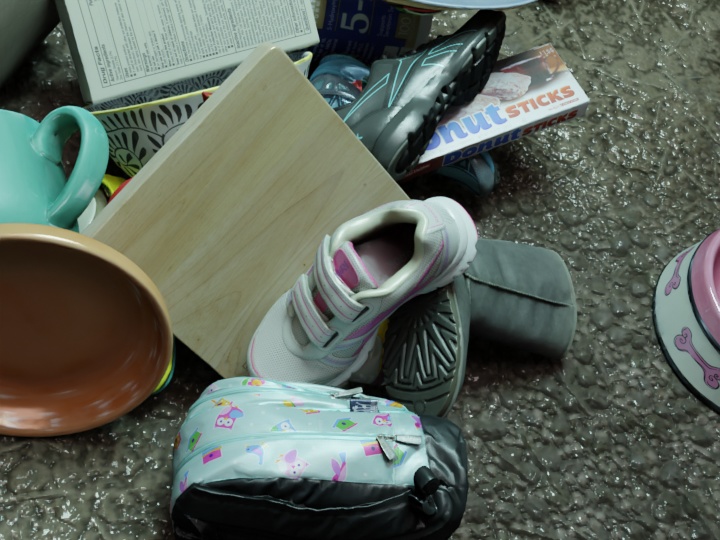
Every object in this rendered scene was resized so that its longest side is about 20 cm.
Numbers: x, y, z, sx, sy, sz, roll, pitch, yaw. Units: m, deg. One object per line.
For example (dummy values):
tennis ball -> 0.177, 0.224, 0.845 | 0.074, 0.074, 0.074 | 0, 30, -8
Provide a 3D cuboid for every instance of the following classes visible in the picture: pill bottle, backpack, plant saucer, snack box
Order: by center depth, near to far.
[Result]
plant saucer -> -0.231, 0.039, 0.864 | 0.198, 0.201, 0.038 | 6, 42, -13
backpack -> -0.037, 0.156, 0.882 | 0.198, 0.168, 0.127 | 8, 39, -8
snack box -> 0.097, -0.138, 1.082 | 0.199, 0.024, 0.072 | -21, 65, -17
pill bottle -> -0.040, -0.255, 1.158 | 0.198, 0.120, 0.120 | 3, 57, -15

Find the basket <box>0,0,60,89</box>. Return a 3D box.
basket -> -0.352, -0.191, 1.018 | 0.179, 0.136, 0.201 | 16, 58, 4

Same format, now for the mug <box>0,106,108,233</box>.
mug -> -0.277, -0.036, 0.903 | 0.151, 0.185, 0.115 | -2, 60, -37

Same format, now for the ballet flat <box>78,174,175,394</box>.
ballet flat -> -0.195, 0.004, 0.969 | 0.067, 0.067, 0.201 | -28, 56, 19

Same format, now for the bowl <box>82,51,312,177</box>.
bowl -> -0.125, -0.112, 1.031 | 0.200, 0.200, 0.095 | -22, 107, -28

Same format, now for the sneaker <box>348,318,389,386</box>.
sneaker -> 0.000, 0.000, 1.031 | 0.089, 0.075, 0.201 | -5, 59, -26

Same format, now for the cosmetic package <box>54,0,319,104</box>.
cosmetic package -> -0.145, -0.213, 1.033 | 0.199, 0.073, 0.104 | -17, 103, -15

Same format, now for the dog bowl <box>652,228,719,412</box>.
dog bowl -> 0.370, 0.039, 1.118 | 0.198, 0.074, 0.201 | 8, 56, -12

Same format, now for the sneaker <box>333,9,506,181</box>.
sneaker -> 0.051, -0.163, 1.035 | 0.079, 0.076, 0.200 | 31, 60, 19

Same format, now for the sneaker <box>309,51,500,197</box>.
sneaker -> 0.029, -0.109, 1.125 | 0.199, 0.079, 0.096 | 30, 72, 9

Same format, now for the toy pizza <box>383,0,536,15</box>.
toy pizza -> 0.068, -0.260, 1.076 | 0.198, 0.032, 0.201 | 6, 34, -4

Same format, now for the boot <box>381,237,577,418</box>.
boot -> 0.102, 0.047, 0.998 | 0.200, 0.072, 0.183 | 25, 64, -51

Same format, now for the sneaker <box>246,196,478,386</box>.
sneaker -> -0.011, 0.012, 0.889 | 0.200, 0.088, 0.081 | -44, 68, 7

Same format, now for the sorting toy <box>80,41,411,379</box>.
sorting toy -> -0.088, -0.041, 0.941 | 0.200, 0.199, 0.070 | -47, 37, -4
